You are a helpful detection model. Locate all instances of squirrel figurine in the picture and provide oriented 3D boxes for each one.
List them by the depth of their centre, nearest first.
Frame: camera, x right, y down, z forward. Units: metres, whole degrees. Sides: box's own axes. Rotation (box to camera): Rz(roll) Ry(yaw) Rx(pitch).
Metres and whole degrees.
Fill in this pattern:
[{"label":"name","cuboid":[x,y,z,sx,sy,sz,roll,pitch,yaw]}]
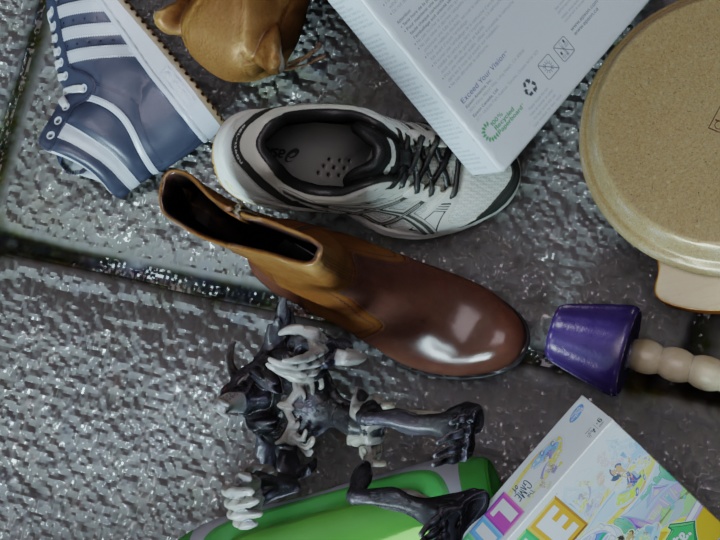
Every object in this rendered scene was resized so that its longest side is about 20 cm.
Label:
[{"label":"squirrel figurine","cuboid":[-0.055,-0.217,0.847,0.141,0.200,0.187,28,77,13]}]

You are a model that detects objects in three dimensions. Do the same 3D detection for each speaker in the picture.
[{"label":"speaker","cuboid":[-0.010,0.172,0.812,0.199,0.088,0.089,-16,75,9]}]

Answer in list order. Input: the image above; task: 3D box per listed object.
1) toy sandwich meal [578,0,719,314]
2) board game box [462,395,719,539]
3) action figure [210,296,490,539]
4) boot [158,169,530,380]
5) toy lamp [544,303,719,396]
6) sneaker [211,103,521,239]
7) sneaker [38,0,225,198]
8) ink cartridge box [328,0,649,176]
[{"label":"toy sandwich meal","cuboid":[0.229,-0.073,0.821,0.204,0.070,0.206,-6,71,17]},{"label":"board game box","cuboid":[0.105,0.186,0.763,0.200,0.134,0.034,-49,29,0]},{"label":"action figure","cuboid":[-0.026,0.085,0.764,0.200,0.102,0.119,16,100,37]},{"label":"boot","cuboid":[0.000,0.000,0.785,0.188,0.200,0.069,29,86,17]},{"label":"toy lamp","cuboid":[0.207,0.062,0.796,0.199,0.058,0.058,14,82,20]},{"label":"sneaker","cuboid":[0.014,-0.059,0.819,0.199,0.088,0.076,2,88,-20]},{"label":"sneaker","cuboid":[-0.192,-0.140,0.930,0.108,0.070,0.200,-40,75,0]},{"label":"ink cartridge box","cuboid":[0.074,-0.194,0.808,0.200,0.041,0.200,-48,111,-22]}]
